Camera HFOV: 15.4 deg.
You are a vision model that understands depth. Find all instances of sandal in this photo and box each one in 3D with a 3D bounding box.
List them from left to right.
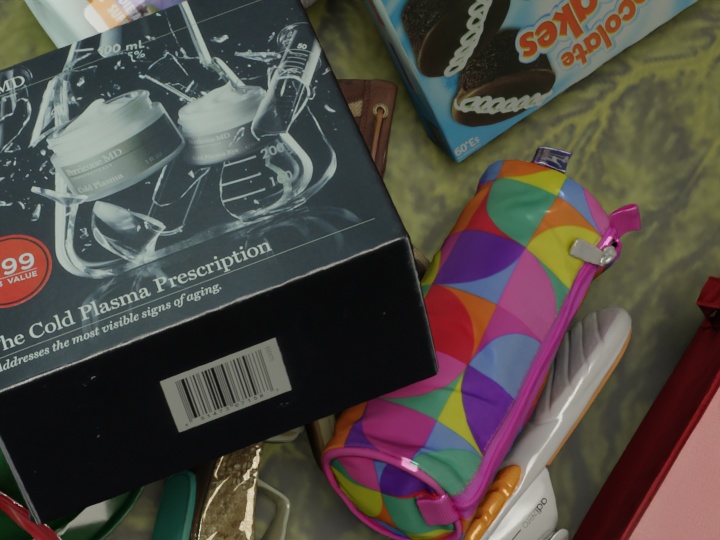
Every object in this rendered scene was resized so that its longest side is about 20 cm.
[{"bbox_3d":[0.084,0.113,1.308,0.059,0.079,0.207,39,84,-13],"label":"sandal"}]

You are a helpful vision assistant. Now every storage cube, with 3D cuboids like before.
[{"bbox_3d":[0.221,0.108,1.275,0.199,0.171,0.180,32,82,0],"label":"storage cube"}]

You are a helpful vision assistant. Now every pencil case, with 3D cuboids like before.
[{"bbox_3d":[0.058,0.036,1.290,0.088,0.088,0.201,31,64,1],"label":"pencil case"}]

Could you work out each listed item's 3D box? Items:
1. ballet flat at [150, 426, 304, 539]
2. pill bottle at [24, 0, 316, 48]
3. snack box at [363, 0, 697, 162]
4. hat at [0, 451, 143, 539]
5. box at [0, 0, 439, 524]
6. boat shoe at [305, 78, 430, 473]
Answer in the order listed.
[{"bbox_3d":[-0.064,0.095,1.317,0.065,0.070,0.202,13,83,-29],"label":"ballet flat"},{"bbox_3d":[-0.066,-0.170,1.324,0.200,0.112,0.112,-40,86,-9],"label":"pill bottle"},{"bbox_3d":[0.101,-0.157,1.341,0.199,0.037,0.117,-35,126,-9],"label":"snack box"},{"bbox_3d":[-0.169,0.064,1.247,0.199,0.176,0.167,25,81,-1],"label":"hat"},{"bbox_3d":[-0.090,-0.014,1.214,0.199,0.104,0.183,-21,51,-5],"label":"box"},{"bbox_3d":[0.000,0.000,1.326,0.071,0.072,0.202,-2,75,-3],"label":"boat shoe"}]
